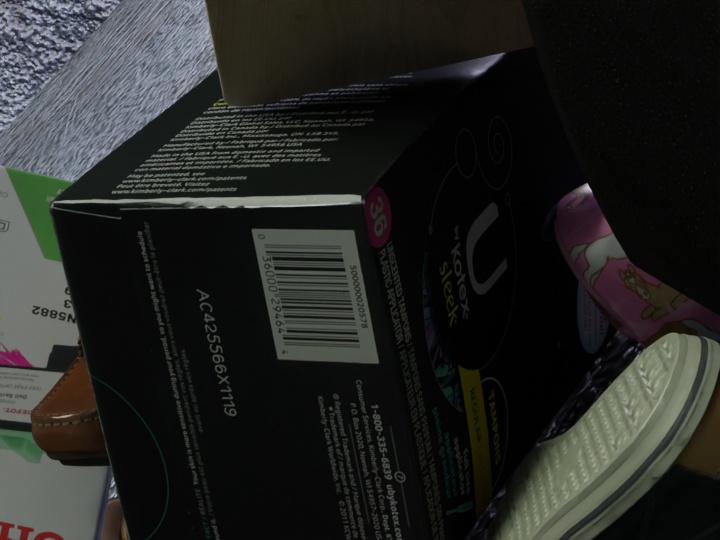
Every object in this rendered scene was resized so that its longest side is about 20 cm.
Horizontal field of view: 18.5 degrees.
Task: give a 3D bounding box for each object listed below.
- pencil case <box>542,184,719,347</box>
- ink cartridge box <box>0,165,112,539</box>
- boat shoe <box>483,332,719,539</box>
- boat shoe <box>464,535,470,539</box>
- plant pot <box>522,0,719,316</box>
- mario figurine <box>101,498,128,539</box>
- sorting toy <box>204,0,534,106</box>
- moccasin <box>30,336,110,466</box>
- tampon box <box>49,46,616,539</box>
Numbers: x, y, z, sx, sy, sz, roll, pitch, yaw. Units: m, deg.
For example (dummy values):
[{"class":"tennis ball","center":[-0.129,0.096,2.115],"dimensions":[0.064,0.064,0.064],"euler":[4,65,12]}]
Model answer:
[{"class":"pencil case","center":[0.159,-0.054,0.776],"dimensions":[0.200,0.087,0.083],"euler":[-43,-21,20]},{"class":"ink cartridge box","center":[-0.175,0.057,0.954],"dimensions":[0.084,0.143,0.201],"euler":[114,165,-55]},{"class":"boat shoe","center":[0.084,0.085,0.729],"dimensions":[0.075,0.062,0.200],"euler":[-66,7,-32]},{"class":"boat shoe","center":[-0.032,0.165,0.849],"dimensions":[0.201,0.071,0.070],"euler":[-55,18,5]},{"class":"plant pot","center":[0.154,-0.088,0.587],"dimensions":[0.200,0.177,0.200],"euler":[-50,43,-4]},{"class":"mario figurine","center":[-0.090,0.123,0.959],"dimensions":[0.123,0.106,0.200],"euler":[-43,0,1]},{"class":"sorting toy","center":[0.036,-0.154,0.720],"dimensions":[0.200,0.197,0.070],"euler":[83,174,-62]},{"class":"moccasin","center":[-0.069,0.007,0.905],"dimensions":[0.073,0.078,0.201],"euler":[3,36,40]},{"class":"tampon box","center":[0.000,0.000,0.830],"dimensions":[0.125,0.151,0.200],"euler":[1,26,27]}]
